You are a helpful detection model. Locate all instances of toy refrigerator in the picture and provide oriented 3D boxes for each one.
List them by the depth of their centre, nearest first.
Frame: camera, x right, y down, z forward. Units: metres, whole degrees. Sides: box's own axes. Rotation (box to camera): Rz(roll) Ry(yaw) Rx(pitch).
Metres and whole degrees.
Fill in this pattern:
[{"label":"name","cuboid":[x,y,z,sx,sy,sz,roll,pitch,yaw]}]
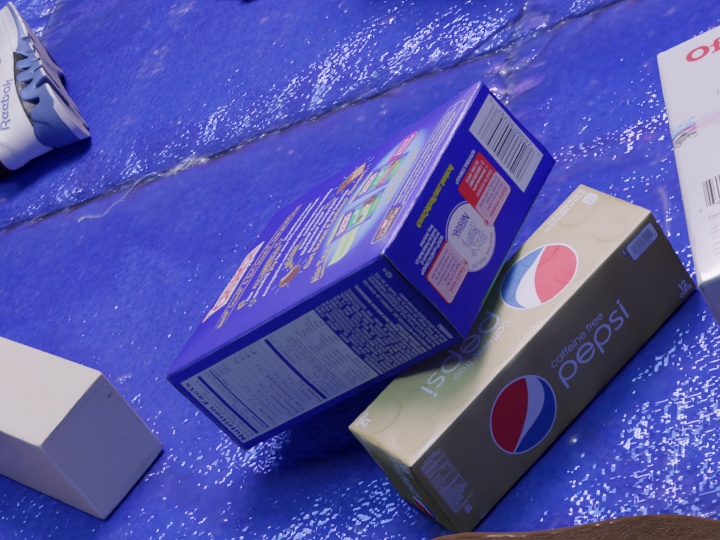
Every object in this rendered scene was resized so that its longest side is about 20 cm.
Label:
[{"label":"toy refrigerator","cuboid":[-0.221,0.093,1.454,0.199,0.076,0.070,13,57,50]}]

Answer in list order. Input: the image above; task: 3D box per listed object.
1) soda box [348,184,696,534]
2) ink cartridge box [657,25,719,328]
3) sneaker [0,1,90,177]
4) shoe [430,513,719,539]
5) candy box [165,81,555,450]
[{"label":"soda box","cuboid":[0.091,0.048,1.230,0.200,0.064,0.068,-45,34,-13]},{"label":"ink cartridge box","cuboid":[0.251,-0.034,1.107,0.146,0.145,0.201,-23,35,19]},{"label":"sneaker","cuboid":[-0.301,-0.139,1.809,0.115,0.081,0.200,-33,35,2]},{"label":"shoe","cuboid":[0.115,0.158,1.093,0.199,0.054,0.070,-7,10,32]},{"label":"candy box","cuboid":[0.000,0.000,1.296,0.199,0.077,0.170,-28,22,42]}]
